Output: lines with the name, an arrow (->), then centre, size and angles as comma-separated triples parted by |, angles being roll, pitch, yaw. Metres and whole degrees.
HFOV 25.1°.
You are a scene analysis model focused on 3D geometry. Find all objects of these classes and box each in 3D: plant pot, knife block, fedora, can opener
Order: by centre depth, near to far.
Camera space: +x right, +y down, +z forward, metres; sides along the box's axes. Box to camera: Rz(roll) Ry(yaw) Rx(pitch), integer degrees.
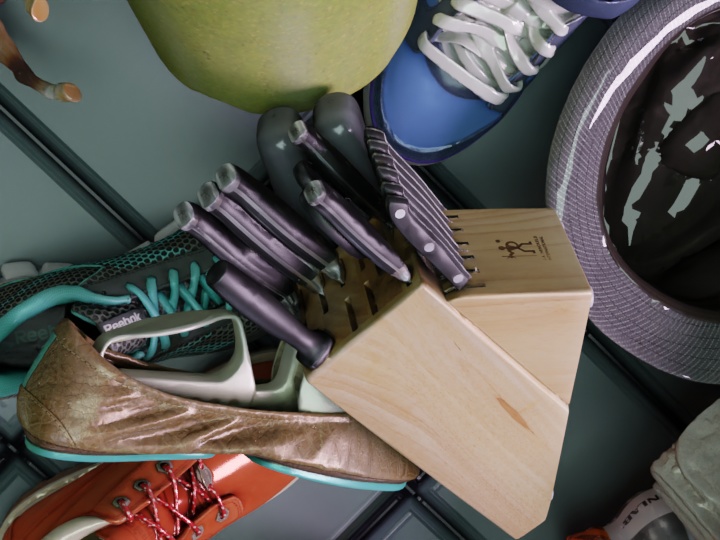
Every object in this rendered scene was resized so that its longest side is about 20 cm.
plant pot -> -0.041, -0.166, 0.678 | 0.199, 0.184, 0.202 | -1, 66, 3
knife block -> 0.006, 0.031, 0.712 | 0.174, 0.064, 0.201 | -2, 128, -10
can opener -> 0.000, 0.000, 0.766 | 0.052, 0.067, 0.201 | -15, 130, 8
fedora -> 0.169, -0.052, 0.791 | 0.176, 0.090, 0.201 | 24, 92, -12

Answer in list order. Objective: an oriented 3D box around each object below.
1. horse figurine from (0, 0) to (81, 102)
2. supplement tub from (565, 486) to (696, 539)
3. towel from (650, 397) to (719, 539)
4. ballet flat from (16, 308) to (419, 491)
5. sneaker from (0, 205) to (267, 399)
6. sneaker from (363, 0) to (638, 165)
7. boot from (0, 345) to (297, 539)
horse figurine -> -0.180, -0.156, 0.733 | 0.050, 0.132, 0.201 | -13, 108, -48
supplement tub -> 0.212, 0.157, 0.823 | 0.199, 0.123, 0.123 | -13, 103, -3
towel -> 0.248, 0.087, 0.769 | 0.199, 0.035, 0.133 | -33, 69, -12
ballet flat -> -0.055, 0.055, 0.737 | 0.199, 0.068, 0.073 | 10, 99, -23
sneaker -> -0.104, 0.022, 0.777 | 0.199, 0.091, 0.078 | -18, 104, -2
sneaker -> 0.076, -0.128, 0.735 | 0.080, 0.146, 0.200 | 37, 96, -12
boot -> -0.089, 0.111, 0.791 | 0.199, 0.107, 0.075 | -33, 100, -1
